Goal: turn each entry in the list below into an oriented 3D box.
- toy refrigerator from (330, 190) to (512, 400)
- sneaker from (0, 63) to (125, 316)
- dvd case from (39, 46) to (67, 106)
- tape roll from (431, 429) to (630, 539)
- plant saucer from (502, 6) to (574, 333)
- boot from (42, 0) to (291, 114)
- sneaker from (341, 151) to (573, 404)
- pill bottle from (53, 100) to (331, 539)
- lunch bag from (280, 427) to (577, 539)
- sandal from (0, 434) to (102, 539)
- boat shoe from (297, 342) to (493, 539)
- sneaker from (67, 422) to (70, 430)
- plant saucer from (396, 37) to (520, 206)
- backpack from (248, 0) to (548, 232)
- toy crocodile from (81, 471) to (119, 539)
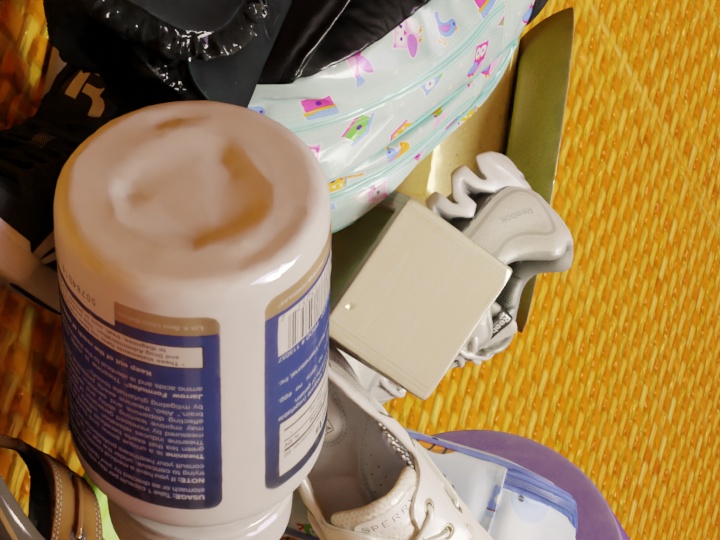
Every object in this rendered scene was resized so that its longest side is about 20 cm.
[{"bbox_3d":[0.000,0.000,1.377,0.076,0.070,0.200,-56,-165,-2],"label":"toy refrigerator"},{"bbox_3d":[-0.138,-0.051,1.179,0.112,0.073,0.200,-66,164,-6],"label":"sneaker"},{"bbox_3d":[-0.093,-0.146,1.324,0.143,0.018,0.200,23,78,-65],"label":"dvd case"},{"bbox_3d":[0.064,0.197,1.578,0.085,0.200,0.200,55,49,-56],"label":"tape roll"},{"bbox_3d":[0.099,-0.063,1.702,0.200,0.031,0.200,-172,-90,-90],"label":"plant saucer"},{"bbox_3d":[-0.081,-0.168,1.161,0.200,0.076,0.168,56,47,-31],"label":"boot"},{"bbox_3d":[0.034,0.030,1.530,0.200,0.081,0.075,-48,162,1],"label":"sneaker"},{"bbox_3d":[-0.068,0.035,1.167,0.200,0.111,0.111,92,21,-47],"label":"pill bottle"},{"bbox_3d":[0.011,0.120,1.431,0.160,0.200,0.076,64,45,-77],"label":"lunch bag"},{"bbox_3d":[-0.127,0.117,1.175,0.055,0.200,0.082,-33,171,-23],"label":"sandal"},{"bbox_3d":[0.010,0.115,1.313,0.071,0.200,0.069,-38,174,-3],"label":"boat shoe"},{"bbox_3d":[-0.064,0.014,1.269,0.200,0.082,0.070,-59,-172,42],"label":"sneaker"},{"bbox_3d":[0.030,-0.116,1.575,0.200,0.048,0.200,6,93,-65],"label":"plant saucer"},{"bbox_3d":[-0.010,-0.114,1.315,0.200,0.167,0.127,-47,136,-35],"label":"backpack"},{"bbox_3d":[-0.097,0.162,1.374,0.200,0.062,0.068,71,36,-46],"label":"toy crocodile"}]
